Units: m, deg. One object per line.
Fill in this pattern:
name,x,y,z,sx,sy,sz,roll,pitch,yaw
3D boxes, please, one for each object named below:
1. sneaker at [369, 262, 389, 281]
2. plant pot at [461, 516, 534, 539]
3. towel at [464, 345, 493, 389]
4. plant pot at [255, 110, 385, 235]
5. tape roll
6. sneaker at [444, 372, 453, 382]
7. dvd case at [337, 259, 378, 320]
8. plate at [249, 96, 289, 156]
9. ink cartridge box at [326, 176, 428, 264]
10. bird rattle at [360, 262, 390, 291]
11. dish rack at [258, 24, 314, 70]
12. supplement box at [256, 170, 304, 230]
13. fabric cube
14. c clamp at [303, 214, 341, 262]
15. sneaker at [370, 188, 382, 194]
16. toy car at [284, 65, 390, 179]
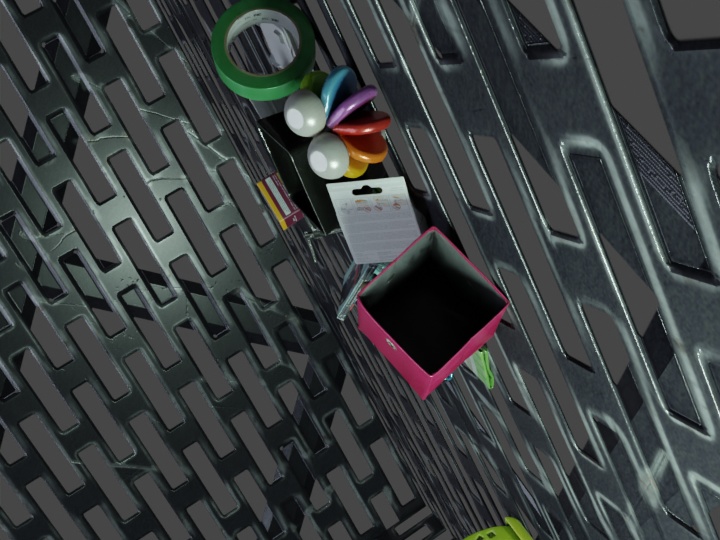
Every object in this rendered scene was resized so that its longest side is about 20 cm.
sneaker,0.037,-0.008,2.009,0.077,0.087,0.200,31,169,1
plant pot,0.405,0.809,2.344,0.199,0.180,0.201,50,167,43
towel,0.217,0.146,1.833,0.200,0.031,0.150,48,167,39
plant pot,-0.069,-0.228,1.710,0.200,0.176,0.201,45,163,53
tape roll,-0.185,-0.426,1.643,0.201,0.199,0.048,56,170,14
sneaker,0.164,0.191,2.117,0.201,0.073,0.082,54,160,-14
dvd case,0.000,0.000,1.963,0.147,0.022,0.201,-80,17,-46
plate,-0.147,-0.349,1.861,0.032,0.199,0.201,-37,82,35
ink cartridge box,0.039,-0.103,1.639,0.048,0.158,0.201,-69,-32,-45
bird rattle,0.082,0.044,1.771,0.200,0.161,0.114,-127,34,-77
dish rack,-0.167,-0.483,1.841,0.200,0.043,0.173,46,163,50
supplement box,-0.127,-0.199,1.992,0.111,0.199,0.086,58,175,9
fabric cube,0.122,0.082,1.547,0.196,0.200,0.200,46,167,14
c clamp,-0.048,-0.116,1.946,0.027,0.198,0.172,-78,-32,-55
sneaker,0.008,-0.146,1.800,0.200,0.083,0.075,37,148,51
toy car,-0.022,-0.270,1.508,0.149,0.175,0.202,-22,101,44
